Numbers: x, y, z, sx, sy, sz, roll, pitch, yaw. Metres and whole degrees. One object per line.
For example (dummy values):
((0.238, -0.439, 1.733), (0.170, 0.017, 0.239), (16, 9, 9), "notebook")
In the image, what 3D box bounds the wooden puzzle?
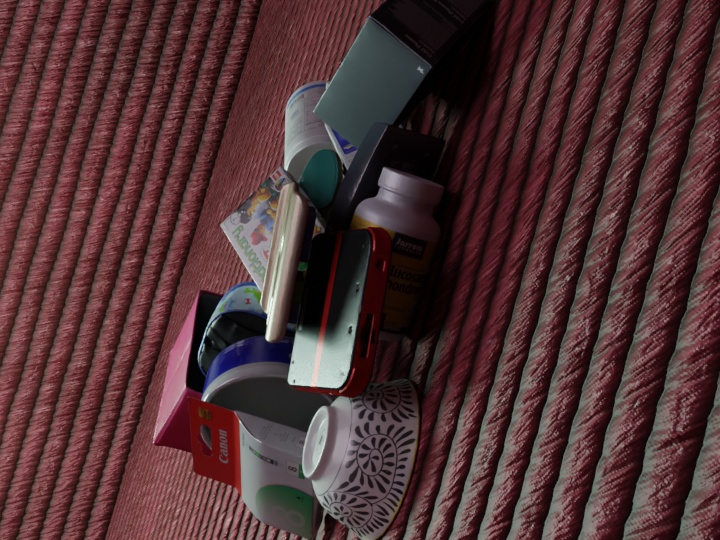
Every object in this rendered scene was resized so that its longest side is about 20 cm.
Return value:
((-0.087, -0.014, 1.491), (0.200, 0.046, 0.186), (-130, 50, -78), "wooden puzzle")

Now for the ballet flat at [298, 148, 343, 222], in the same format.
((-0.061, -0.076, 1.695), (0.065, 0.070, 0.200), (50, -131, -63), "ballet flat")

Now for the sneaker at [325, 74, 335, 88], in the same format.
((0.027, -0.294, 1.710), (0.200, 0.088, 0.081), (-46, 8, -33), "sneaker")

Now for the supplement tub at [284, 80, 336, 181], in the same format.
((-0.061, -0.214, 1.945), (0.200, 0.132, 0.132), (-94, 26, -50), "supplement tub")

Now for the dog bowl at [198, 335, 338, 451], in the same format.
((-0.118, 0.186, 1.603), (0.079, 0.200, 0.200), (-88, 21, -50), "dog bowl")

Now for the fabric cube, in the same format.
((-0.214, 0.185, 1.935), (0.199, 0.196, 0.200), (125, 156, -47), "fabric cube")

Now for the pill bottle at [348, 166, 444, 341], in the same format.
((0.034, -0.022, 1.459), (0.112, 0.112, 0.200), (-135, 62, -72), "pill bottle")

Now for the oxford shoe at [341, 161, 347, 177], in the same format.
((0.011, -0.171, 1.760), (0.200, 0.074, 0.071), (-90, 23, -47), "oxford shoe")

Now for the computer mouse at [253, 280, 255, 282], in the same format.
((-0.111, -0.037, 1.793), (0.141, 0.046, 0.200), (116, 179, -46), "computer mouse")

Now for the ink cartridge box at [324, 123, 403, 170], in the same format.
((0.011, -0.195, 1.715), (0.200, 0.099, 0.039), (-113, 0, -58), "ink cartridge box")

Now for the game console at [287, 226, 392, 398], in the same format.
((-0.026, 0.049, 1.400), (0.177, 0.031, 0.200), (-5, 73, 63), "game console")

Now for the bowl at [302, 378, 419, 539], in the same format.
((-0.012, 0.217, 1.408), (0.201, 0.094, 0.201), (-164, 90, -75), "bowl")

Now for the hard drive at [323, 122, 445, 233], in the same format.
((0.025, -0.094, 1.529), (0.042, 0.135, 0.200), (35, 108, 38), "hard drive")

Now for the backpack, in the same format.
((-0.125, 0.107, 1.702), (0.147, 0.200, 0.183), (-76, 10, -55), "backpack")

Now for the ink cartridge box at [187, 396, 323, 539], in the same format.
((-0.144, 0.261, 1.550), (0.050, 0.200, 0.161), (-61, -19, -48), "ink cartridge box")

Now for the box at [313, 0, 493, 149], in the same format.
((0.055, -0.282, 1.544), (0.182, 0.104, 0.200), (-51, -1, -40), "box")

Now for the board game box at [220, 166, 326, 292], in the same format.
((-0.106, -0.038, 1.641), (0.126, 0.035, 0.200), (-44, 53, 11), "board game box")
